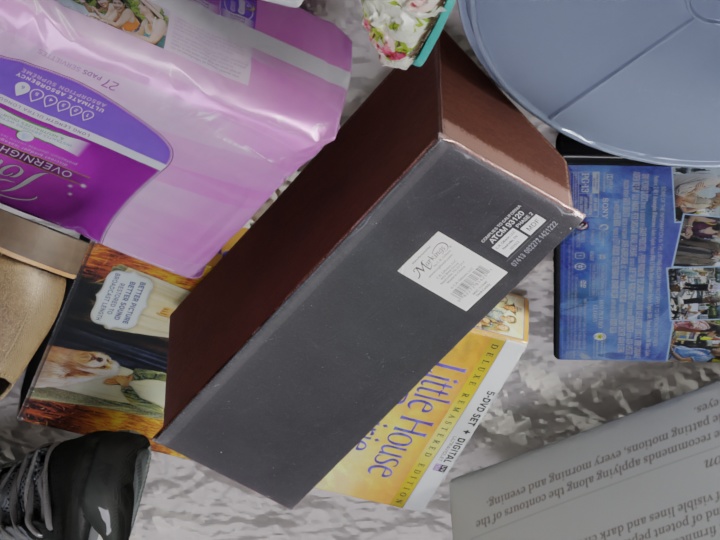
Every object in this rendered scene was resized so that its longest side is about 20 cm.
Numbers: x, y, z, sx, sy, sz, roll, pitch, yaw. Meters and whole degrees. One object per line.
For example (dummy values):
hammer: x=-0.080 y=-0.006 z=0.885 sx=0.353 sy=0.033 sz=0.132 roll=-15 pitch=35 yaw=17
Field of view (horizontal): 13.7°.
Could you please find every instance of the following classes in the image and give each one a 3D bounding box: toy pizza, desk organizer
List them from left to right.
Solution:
desk organizer: x=0.000 y=0.000 z=1.224 sx=0.072 sy=0.077 sz=0.200 roll=28 pitch=126 yaw=-23
toy pizza: x=0.136 y=-0.113 z=1.137 sx=0.199 sy=0.032 sz=0.201 roll=1 pitch=141 yaw=1

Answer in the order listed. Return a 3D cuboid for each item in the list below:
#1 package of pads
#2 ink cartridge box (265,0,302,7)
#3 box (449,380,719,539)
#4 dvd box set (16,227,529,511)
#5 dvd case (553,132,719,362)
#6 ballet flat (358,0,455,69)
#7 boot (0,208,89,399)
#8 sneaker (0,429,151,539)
package of pads: x=-0.116 y=-0.078 z=1.164 sx=0.199 sy=0.076 sz=0.121 roll=22 pitch=138 yaw=-22
ink cartridge box: x=-0.095 y=-0.184 z=1.020 sx=0.199 sy=0.085 sz=0.145 roll=12 pitch=141 yaw=-13
box: x=0.176 y=0.172 z=1.369 sx=0.199 sy=0.172 sz=0.200 roll=-23 pitch=143 yaw=29
dvd box set: x=-0.041 y=0.041 z=1.347 sx=0.199 sy=0.029 sz=0.146 roll=14 pitch=141 yaw=-13
dvd case: x=0.182 y=-0.008 z=1.279 sx=0.199 sy=0.018 sz=0.143 roll=1 pitch=141 yaw=4
ballet flat: x=0.029 y=-0.158 z=1.062 sx=0.064 sy=0.076 sz=0.200 roll=19 pitch=130 yaw=-10
boot: x=-0.199 y=-0.006 z=1.202 sx=0.200 sy=0.076 sz=0.074 roll=20 pitch=180 yaw=39
sneaker: x=-0.163 y=0.110 z=1.386 sx=0.115 sy=0.075 sz=0.200 roll=16 pitch=159 yaw=-4
